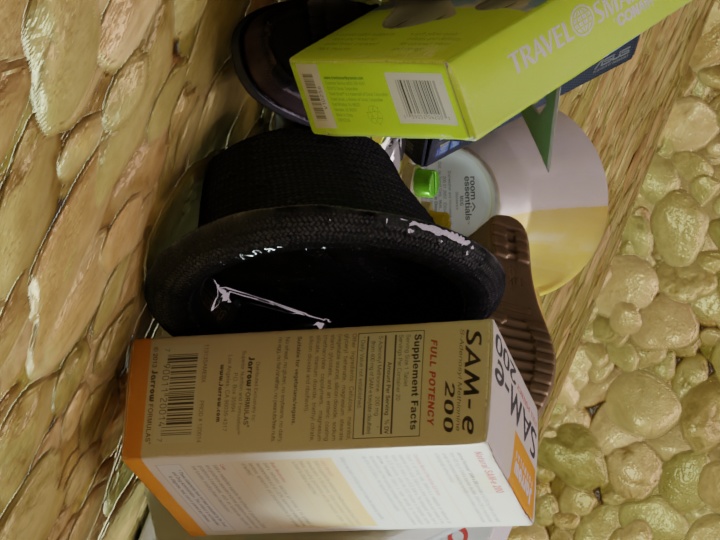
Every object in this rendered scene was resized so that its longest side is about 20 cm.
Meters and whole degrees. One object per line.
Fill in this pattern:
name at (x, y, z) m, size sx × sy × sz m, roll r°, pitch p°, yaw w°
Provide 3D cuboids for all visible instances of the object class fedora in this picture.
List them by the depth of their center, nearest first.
fedora at (-0.020, -0.019, 1.433) m, size 0.201 × 0.200 × 0.092 m, roll 90°, pitch -5°, yaw -65°

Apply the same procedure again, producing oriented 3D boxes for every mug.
mug at (0.096, -0.038, 1.904) m, size 0.149 × 0.187 × 0.153 m, roll -47°, pitch 166°, yaw 16°

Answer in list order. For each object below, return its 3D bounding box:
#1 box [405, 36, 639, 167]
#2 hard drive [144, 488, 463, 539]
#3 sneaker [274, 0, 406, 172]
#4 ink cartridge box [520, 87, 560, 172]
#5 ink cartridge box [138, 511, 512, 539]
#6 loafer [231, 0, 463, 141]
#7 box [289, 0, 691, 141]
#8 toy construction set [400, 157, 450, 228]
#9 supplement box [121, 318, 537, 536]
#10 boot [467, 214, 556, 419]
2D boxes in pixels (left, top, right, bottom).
box at (0.112, -0.171, 1.786) m, size 0.200 × 0.051 × 0.158 m, roll -29°, pitch 150°, yaw -28°
hard drive at (-0.020, 0.129, 1.533) m, size 0.132 × 0.200 × 0.027 m, roll -111°, pitch 176°, yaw -54°
sneaker at (-0.004, -0.115, 1.490) m, size 0.076 × 0.075 × 0.200 m, roll -14°, pitch 120°, yaw -52°
ink cartridge box at (0.089, -0.176, 1.540) m, size 0.048 × 0.200 × 0.146 m, roll -23°, pitch 160°, yaw -8°
ink cartridge box at (-0.025, 0.169, 1.634) m, size 0.086 × 0.200 × 0.147 m, roll -3°, pitch 115°, yaw -78°
loafer at (0.020, -0.112, 1.411) m, size 0.200 × 0.063 × 0.072 m, roll 6°, pitch 71°, yaw -47°
box at (0.078, -0.126, 1.341) m, size 0.200 × 0.122 × 0.048 m, roll -33°, pitch 114°, yaw -34°
toy construction set at (0.000, 0.000, 1.657) m, size 0.200 × 0.092 × 0.131 m, roll -79°, pitch 164°, yaw -53°
supplement box at (-0.013, 0.086, 1.437) m, size 0.126 × 0.200 × 0.074 m, roll 61°, pitch 29°, yaw -61°
boot at (0.060, 0.079, 1.702) m, size 0.200 × 0.072 × 0.166 m, roll -82°, pitch -163°, yaw -45°
